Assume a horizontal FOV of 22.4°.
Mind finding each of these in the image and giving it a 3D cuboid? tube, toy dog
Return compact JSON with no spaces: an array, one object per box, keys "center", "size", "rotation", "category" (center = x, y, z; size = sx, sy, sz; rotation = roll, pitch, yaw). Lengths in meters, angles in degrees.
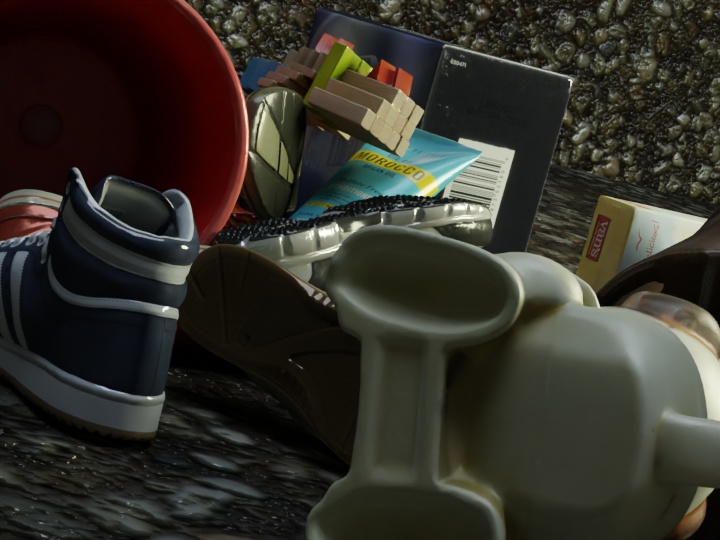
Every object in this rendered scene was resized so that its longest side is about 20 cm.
[{"center":[-0.005,-0.035,1.170],"size":[0.077,0.050,0.200],"rotation":[25,47,24],"category":"tube"},{"center":[0.091,0.054,0.750],"size":[0.193,0.140,0.200],"rotation":[-7,-7,23],"category":"toy dog"}]

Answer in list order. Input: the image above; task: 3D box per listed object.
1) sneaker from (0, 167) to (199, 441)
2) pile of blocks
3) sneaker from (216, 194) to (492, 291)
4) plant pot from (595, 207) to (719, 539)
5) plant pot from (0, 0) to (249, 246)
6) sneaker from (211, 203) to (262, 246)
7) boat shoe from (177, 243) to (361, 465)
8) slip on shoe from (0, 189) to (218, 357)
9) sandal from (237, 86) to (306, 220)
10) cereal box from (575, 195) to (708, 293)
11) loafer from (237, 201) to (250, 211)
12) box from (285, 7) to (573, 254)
[{"center":[-0.146,-0.003,0.860],"size":[0.070,0.109,0.200],"rotation":[9,11,-43],"category":"sneaker"},{"center":[-0.028,-0.132,1.215],"size":[0.082,0.062,0.200],"rotation":[30,-5,-33],"category":"pile of blocks"},{"center":[0.000,0.000,1.091],"size":[0.200,0.080,0.074],"rotation":[-14,11,-37],"category":"sneaker"},{"center":[0.211,0.052,0.937],"size":[0.200,0.201,0.198],"rotation":[21,17,30],"category":"plant pot"},{"center":[-0.184,-0.084,1.100],"size":[0.200,0.201,0.177],"rotation":[13,0,-18],"category":"plant pot"},{"center":[-0.116,-0.026,1.256],"size":[0.200,0.073,0.077],"rotation":[27,-2,21],"category":"sneaker"},{"center":[-0.004,0.054,0.894],"size":[0.200,0.072,0.065],"rotation":[30,-7,29],"category":"boat shoe"},{"center":[-0.109,0.019,0.980],"size":[0.199,0.074,0.061],"rotation":[20,42,-14],"category":"slip on shoe"},{"center":[-0.069,-0.072,1.171],"size":[0.057,0.080,0.201],"rotation":[12,-3,1],"category":"sandal"},{"center":[0.208,0.041,1.118],"size":[0.200,0.144,0.040],"rotation":[11,10,-34],"category":"cereal box"},{"center":[-0.097,-0.080,1.290],"size":[0.072,0.063,0.200],"rotation":[17,-25,23],"category":"loafer"},{"center":[0.032,-0.075,1.353],"size":[0.123,0.201,0.198],"rotation":[11,9,-30],"category":"box"}]
